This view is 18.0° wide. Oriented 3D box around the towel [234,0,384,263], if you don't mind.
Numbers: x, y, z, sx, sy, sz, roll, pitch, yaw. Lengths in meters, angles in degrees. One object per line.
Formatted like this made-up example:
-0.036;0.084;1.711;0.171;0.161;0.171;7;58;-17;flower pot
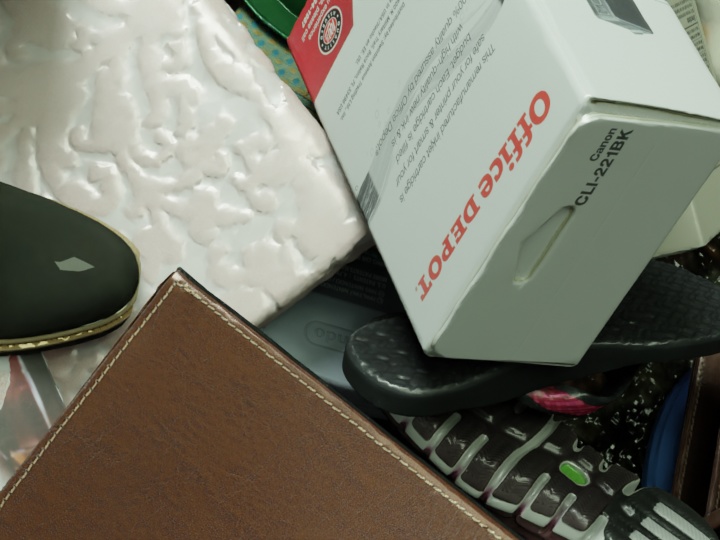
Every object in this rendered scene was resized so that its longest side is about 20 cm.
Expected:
0.010;-0.100;1.109;0.146;0.022;0.200;33;52;3;towel

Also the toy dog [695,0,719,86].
0.249;-0.140;1.183;0.199;0.139;0.195;-32;118;-27;toy dog

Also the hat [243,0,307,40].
0.025;-0.202;1.056;0.166;0.176;0.200;43;53;9;hat

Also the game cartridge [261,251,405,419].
0.000;0.000;1.086;0.199;0.042;0.134;17;70;-11;game cartridge

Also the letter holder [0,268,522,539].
-0.035;0.123;0.919;0.200;0.101;0.142;37;84;10;letter holder

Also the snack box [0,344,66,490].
-0.189;0.009;0.983;0.072;0.024;0.201;-21;81;-28;snack box

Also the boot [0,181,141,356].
-0.168;-0.026;0.911;0.199;0.138;0.078;10;67;-22;boot

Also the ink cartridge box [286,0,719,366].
0.058;-0.079;0.963;0.083;0.145;0.201;6;43;-30;ink cartridge box

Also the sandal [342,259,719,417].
0.081;0.037;1.007;0.199;0.045;0.075;-12;35;-25;sandal

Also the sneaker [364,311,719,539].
0.060;0.117;1.027;0.200;0.116;0.076;40;40;18;sneaker

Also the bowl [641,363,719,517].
0.236;0.118;1.115;0.199;0.039;0.202;6;68;-15;bowl

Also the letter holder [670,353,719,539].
0.258;0.090;1.056;0.199;0.101;0.143;19;63;-10;letter holder

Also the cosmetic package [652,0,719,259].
0.118;-0.108;1.089;0.105;0.071;0.201;-27;102;-65;cosmetic package

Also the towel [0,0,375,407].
-0.117;-0.040;1.026;0.191;0.032;0.200;-38;83;-1;towel
